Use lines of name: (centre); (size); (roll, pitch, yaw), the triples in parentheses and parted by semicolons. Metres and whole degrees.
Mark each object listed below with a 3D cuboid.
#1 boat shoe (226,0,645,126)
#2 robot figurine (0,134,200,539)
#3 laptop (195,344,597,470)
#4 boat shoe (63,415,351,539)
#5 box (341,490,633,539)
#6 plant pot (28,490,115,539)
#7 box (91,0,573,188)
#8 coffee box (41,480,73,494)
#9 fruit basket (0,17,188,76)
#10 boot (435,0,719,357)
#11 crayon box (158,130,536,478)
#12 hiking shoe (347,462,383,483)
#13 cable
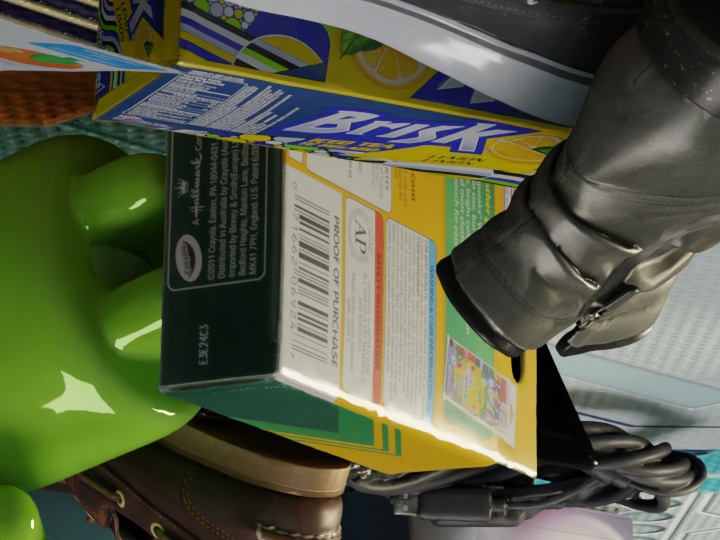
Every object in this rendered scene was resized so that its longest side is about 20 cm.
boat shoe: (0.008, -0.101, 0.792); (0.199, 0.070, 0.066); (24, 125, -27)
robot figurine: (-0.133, 0.023, 1.056); (0.199, 0.177, 0.116); (-21, 166, 25)
laptop: (-0.033, 0.036, 1.209); (0.186, 0.201, 0.116); (9, 129, -30)
boat shoe: (-0.084, 0.076, 1.127); (0.070, 0.071, 0.200); (2, -164, -40)
box: (0.067, 0.246, 1.809); (0.199, 0.200, 0.123); (12, 159, -38)
plant pot: (-0.116, 0.116, 1.415); (0.199, 0.201, 0.135); (14, 125, -40)
box: (0.021, -0.071, 0.884); (0.199, 0.071, 0.064); (9, 165, -29)
coffee box: (-0.203, 0.038, 1.248); (0.112, 0.080, 0.200); (3, 168, 33)
fruit basket: (-0.178, -0.071, 0.799); (0.185, 0.094, 0.199); (16, 178, -44)
boot: (0.113, -0.032, 0.859); (0.199, 0.068, 0.131); (-2, 140, -47)
crayon box: (0.000, 0.000, 1.040); (0.051, 0.127, 0.200); (-7, 163, 28)
hiking shoe: (-0.029, 0.050, 1.316); (0.199, 0.087, 0.075); (-8, 142, -49)
cable: (0.091, 0.101, 1.585); (0.199, 0.051, 0.163); (1, 160, 7)
